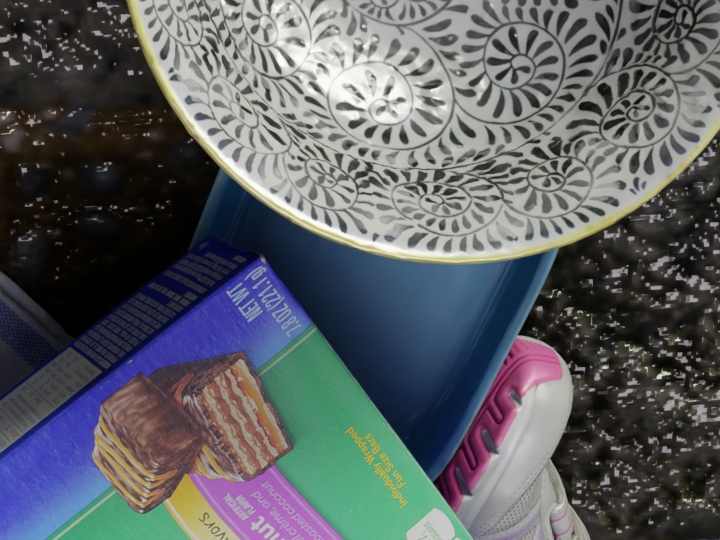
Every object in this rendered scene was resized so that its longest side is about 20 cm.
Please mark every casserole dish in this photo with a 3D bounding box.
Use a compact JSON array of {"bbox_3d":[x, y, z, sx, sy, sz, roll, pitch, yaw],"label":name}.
[{"bbox_3d":[0.000,0.000,0.844,0.121,0.039,0.200,23,124,-1],"label":"casserole dish"}]

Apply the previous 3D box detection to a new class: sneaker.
[{"bbox_3d":[0.054,0.103,0.928,0.088,0.081,0.200,5,134,-15],"label":"sneaker"}]

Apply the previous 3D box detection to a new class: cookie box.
[{"bbox_3d":[-0.072,0.116,0.799,0.200,0.075,0.171,-39,105,-10],"label":"cookie box"}]

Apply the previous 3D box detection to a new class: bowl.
[{"bbox_3d":[0.024,-0.106,0.724,0.201,0.094,0.201,-1,96,-6],"label":"bowl"}]

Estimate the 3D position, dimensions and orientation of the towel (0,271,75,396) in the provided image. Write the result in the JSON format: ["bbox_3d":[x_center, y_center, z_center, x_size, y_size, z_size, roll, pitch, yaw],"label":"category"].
[{"bbox_3d":[-0.192,0.066,0.817,0.024,0.200,0.147,0,141,49],"label":"towel"}]
